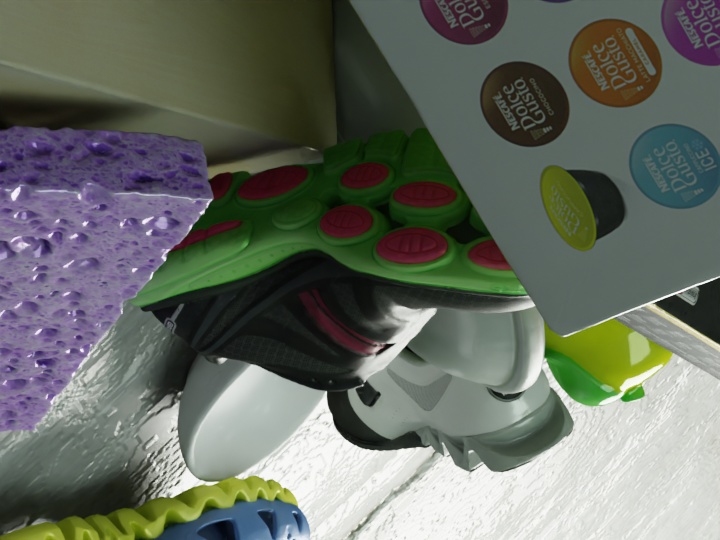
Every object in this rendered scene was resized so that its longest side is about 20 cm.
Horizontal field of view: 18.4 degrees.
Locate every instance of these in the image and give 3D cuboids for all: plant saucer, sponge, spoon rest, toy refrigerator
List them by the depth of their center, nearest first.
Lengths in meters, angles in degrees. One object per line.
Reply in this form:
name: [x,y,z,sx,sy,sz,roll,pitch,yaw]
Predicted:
toy refrigerator: [-0.096,-0.089,0.816,0.200,0.070,0.076,11,73,-53]
sponge: [-0.143,0.010,0.819,0.112,0.030,0.200,1,151,-29]
plant saucer: [0.007,-0.032,0.932,0.050,0.200,0.200,-25,144,-12]
spoon rest: [-0.046,0.028,1.056,0.099,0.061,0.200,-32,144,-30]

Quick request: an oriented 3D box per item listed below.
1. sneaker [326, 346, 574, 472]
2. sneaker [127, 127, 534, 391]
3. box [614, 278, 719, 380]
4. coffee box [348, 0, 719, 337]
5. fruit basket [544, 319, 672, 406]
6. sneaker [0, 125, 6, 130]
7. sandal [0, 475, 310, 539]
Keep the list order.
sneaker: [0.031,0.042,1.106,0.074,0.200,0.089,-33,104,-23]
sneaker: [0.000,0.000,0.850,0.084,0.200,0.077,54,50,-33]
box: [0.173,-0.039,1.029,0.200,0.049,0.160,29,75,-49]
coffee box: [0.123,-0.132,0.749,0.198,0.200,0.200,-23,-164,32]
fruit basket: [0.100,-0.045,1.077,0.216,0.155,0.216,-31,136,-35]
sneaker: [-0.158,-0.025,0.834,0.088,0.076,0.200,-52,146,17]
sandal: [-0.101,0.156,1.077,0.200,0.087,0.079,-13,163,-43]
